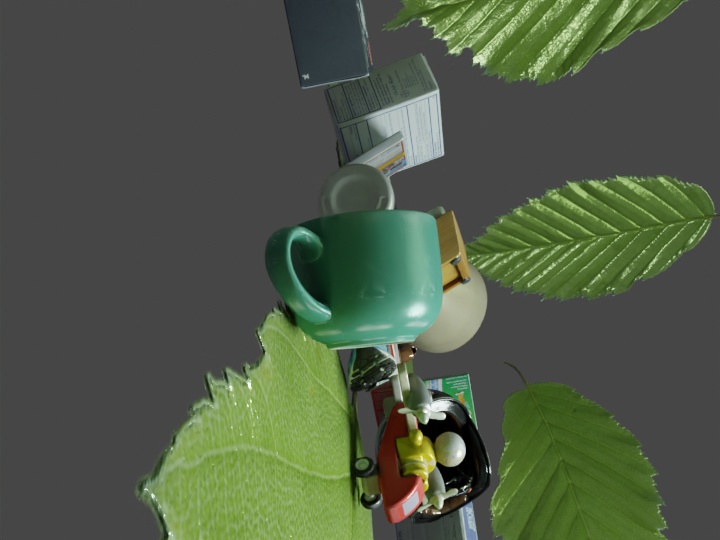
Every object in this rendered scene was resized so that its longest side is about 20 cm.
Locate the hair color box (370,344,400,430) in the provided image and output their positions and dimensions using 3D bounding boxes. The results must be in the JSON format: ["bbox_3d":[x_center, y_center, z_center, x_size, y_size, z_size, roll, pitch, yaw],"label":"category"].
[{"bbox_3d":[0.047,0.195,1.194,0.111,0.062,0.204,-84,165,-69],"label":"hair color box"}]

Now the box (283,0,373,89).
[{"bbox_3d":[-0.048,-0.384,0.930,0.183,0.102,0.204,-79,159,-70],"label":"box"}]

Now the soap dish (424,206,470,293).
[{"bbox_3d":[0.067,0.006,0.914,0.082,0.198,0.157,61,6,22],"label":"soap dish"}]

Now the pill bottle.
[{"bbox_3d":[0.006,-0.065,0.949,0.200,0.108,0.113,67,15,-68],"label":"pill bottle"}]

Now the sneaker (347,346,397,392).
[{"bbox_3d":[0.005,0.129,0.954,0.091,0.077,0.200,63,-3,16],"label":"sneaker"}]

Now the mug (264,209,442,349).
[{"bbox_3d":[-0.009,0.016,0.610,0.152,0.181,0.117,152,-67,-70],"label":"mug"}]

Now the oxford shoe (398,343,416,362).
[{"bbox_3d":[0.155,0.271,2.127,0.200,0.070,0.073,-76,155,-79],"label":"oxford shoe"}]

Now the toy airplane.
[{"bbox_3d":[0.081,0.240,0.885,0.200,0.138,0.204,36,55,-66],"label":"toy airplane"}]

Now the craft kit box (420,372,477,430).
[{"bbox_3d":[0.149,0.332,1.334,0.049,0.195,0.202,16,64,-83],"label":"craft kit box"}]

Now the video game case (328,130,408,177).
[{"bbox_3d":[0.020,-0.180,1.122,0.018,0.141,0.200,59,4,6],"label":"video game case"}]

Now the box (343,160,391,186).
[{"bbox_3d":[0.029,-0.110,1.312,0.178,0.094,0.203,76,7,-46],"label":"box"}]

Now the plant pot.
[{"bbox_3d":[0.106,0.030,1.108,0.199,0.184,0.191,34,45,-56],"label":"plant pot"}]

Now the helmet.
[{"bbox_3d":[0.115,0.309,1.083,0.201,0.197,0.193,72,-6,-56],"label":"helmet"}]

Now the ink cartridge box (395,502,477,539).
[{"bbox_3d":[0.135,0.432,1.211,0.200,0.043,0.200,-40,-133,48],"label":"ink cartridge box"}]

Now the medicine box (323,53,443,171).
[{"bbox_3d":[0.049,-0.281,1.196,0.183,0.196,0.105,71,1,-60],"label":"medicine box"}]
